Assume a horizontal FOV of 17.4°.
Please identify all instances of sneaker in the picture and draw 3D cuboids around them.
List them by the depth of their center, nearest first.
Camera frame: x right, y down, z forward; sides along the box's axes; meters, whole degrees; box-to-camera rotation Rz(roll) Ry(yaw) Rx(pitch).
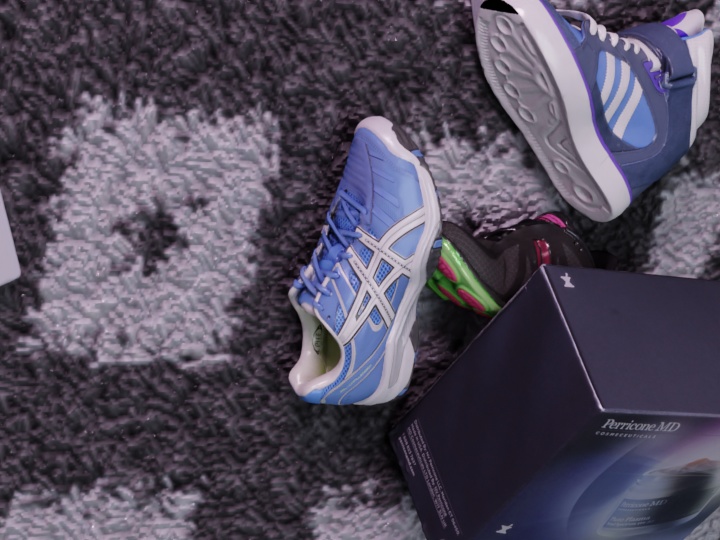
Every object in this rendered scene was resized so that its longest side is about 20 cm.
[{"bbox_3d":[0.000,0.000,1.520,0.077,0.076,0.202,-10,115,-36],"label":"sneaker"},{"bbox_3d":[0.166,-0.146,1.574,0.147,0.080,0.201,-47,128,-21],"label":"sneaker"},{"bbox_3d":[0.105,-0.006,1.600,0.199,0.076,0.084,19,93,-49],"label":"sneaker"}]

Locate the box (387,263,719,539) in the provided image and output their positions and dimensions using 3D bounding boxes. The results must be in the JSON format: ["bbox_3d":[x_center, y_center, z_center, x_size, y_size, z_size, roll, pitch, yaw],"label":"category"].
[{"bbox_3d":[0.161,0.106,1.597,0.199,0.124,0.199,4,140,-36],"label":"box"}]

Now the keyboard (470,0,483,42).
[{"bbox_3d":[0.087,-0.246,1.514,0.056,0.011,0.201,-21,121,-20],"label":"keyboard"}]

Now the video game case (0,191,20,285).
[{"bbox_3d":[-0.300,-0.039,1.328,0.199,0.022,0.184,-24,122,-24],"label":"video game case"}]
